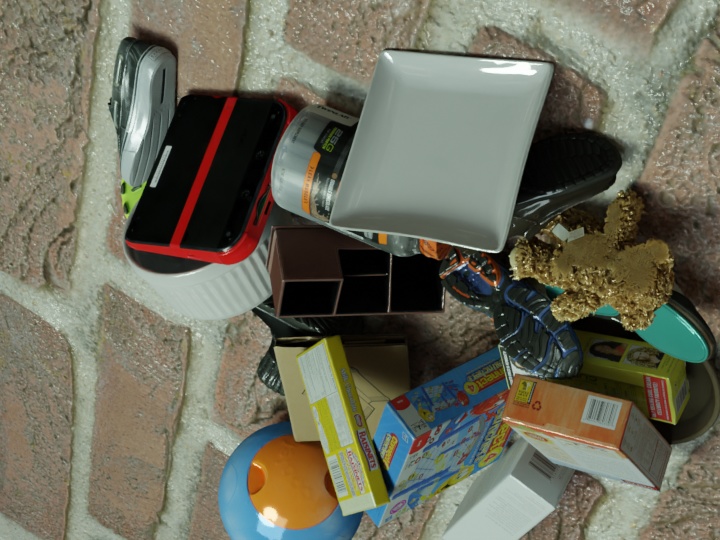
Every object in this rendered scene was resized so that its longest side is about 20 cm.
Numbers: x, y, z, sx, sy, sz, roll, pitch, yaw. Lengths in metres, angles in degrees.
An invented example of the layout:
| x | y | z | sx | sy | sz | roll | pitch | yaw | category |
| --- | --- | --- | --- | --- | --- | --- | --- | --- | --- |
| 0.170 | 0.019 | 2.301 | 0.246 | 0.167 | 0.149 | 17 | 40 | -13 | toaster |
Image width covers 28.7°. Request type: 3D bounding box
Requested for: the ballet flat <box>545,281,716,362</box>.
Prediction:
| x | y | z | sx | sy | sz | roll | pitch | yaw | category |
| --- | --- | --- | --- | --- | --- | --- | --- | --- | --- |
| 0.288 | 0.028 | 1.456 | 0.199 | 0.068 | 0.068 | 26 | 136 | 29 | ballet flat |

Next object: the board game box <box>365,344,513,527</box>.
| x | y | z | sx | sy | sz | roll | pitch | yaw | category |
| --- | --- | --- | --- | --- | --- | --- | --- | --- | --- |
| 0.101 | 0.192 | 1.657 | 0.056 | 0.195 | 0.200 | 50 | 147 | 26 | board game box |

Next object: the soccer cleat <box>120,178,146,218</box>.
| x | y | z | sx | sy | sz | roll | pitch | yaw | category |
| --- | --- | --- | --- | --- | --- | --- | --- | --- | --- |
| -0.237 | -0.047 | 1.795 | 0.065 | 0.084 | 0.201 | -36 | 87 | 15 | soccer cleat |

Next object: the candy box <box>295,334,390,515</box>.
| x | y | z | sx | sy | sz | roll | pitch | yaw | category |
| --- | --- | --- | --- | --- | --- | --- | --- | --- | --- |
| -0.022 | 0.182 | 1.642 | 0.102 | 0.026 | 0.201 | -32 | 73 | 61 | candy box |

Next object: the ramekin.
| x | y | z | sx | sy | sz | roll | pitch | yaw | category |
| --- | --- | --- | --- | --- | --- | --- | --- | --- | --- |
| -0.169 | -0.035 | 1.656 | 0.199 | 0.201 | 0.105 | 7 | 143 | 32 | ramekin |

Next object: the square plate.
| x | y | z | sx | sy | sz | roll | pitch | yaw | category |
| --- | --- | --- | --- | --- | --- | --- | --- | --- | --- |
| 0.082 | -0.120 | 1.406 | 0.199 | 0.199 | 0.028 | 10 | 167 | 31 | square plate |

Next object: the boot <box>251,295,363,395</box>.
| x | y | z | sx | sy | sz | roll | pitch | yaw | category |
| --- | --- | --- | --- | --- | --- | --- | --- | --- | --- |
| -0.107 | 0.073 | 1.798 | 0.211 | 0.080 | 0.158 | 36 | 141 | 3 | boot |

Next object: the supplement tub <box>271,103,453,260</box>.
| x | y | z | sx | sy | sz | roll | pitch | yaw | category |
| --- | --- | --- | --- | --- | --- | --- | --- | --- | --- |
| 0.014 | -0.092 | 1.512 | 0.199 | 0.123 | 0.123 | 22 | 138 | 18 | supplement tub |

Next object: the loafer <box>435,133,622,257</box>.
| x | y | z | sx | sy | sz | roll | pitch | yaw | category |
| --- | --- | --- | --- | --- | --- | --- | --- | --- | --- |
| 0.170 | -0.074 | 1.417 | 0.199 | 0.073 | 0.071 | -20 | 140 | 13 | loafer |

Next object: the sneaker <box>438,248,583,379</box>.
| x | y | z | sx | sy | sz | roll | pitch | yaw | category |
| --- | --- | --- | --- | --- | --- | --- | --- | --- | --- |
| 0.175 | 0.043 | 1.525 | 0.075 | 0.078 | 0.200 | -52 | 56 | 17 | sneaker |

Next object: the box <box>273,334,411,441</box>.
| x | y | z | sx | sy | sz | roll | pitch | yaw | category |
| --- | --- | --- | --- | --- | --- | --- | --- | --- | --- |
| -0.017 | 0.151 | 1.778 | 0.163 | 0.021 | 0.200 | -2 | 139 | 4 | box |

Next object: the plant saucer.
| x | y | z | sx | sy | sz | roll | pitch | yaw | category |
| --- | --- | --- | --- | --- | --- | --- | --- | --- | --- |
| 0.306 | 0.111 | 1.558 | 0.199 | 0.029 | 0.201 | 20 | 137 | 20 | plant saucer |

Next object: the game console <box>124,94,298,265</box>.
| x | y | z | sx | sy | sz | roll | pitch | yaw | category |
| --- | --- | --- | --- | --- | --- | --- | --- | --- | --- |
| -0.165 | -0.106 | 1.589 | 0.176 | 0.201 | 0.031 | 7 | 159 | 35 | game console |

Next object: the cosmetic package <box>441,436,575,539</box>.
| x | y | z | sx | sy | sz | roll | pitch | yaw | category |
| --- | --- | --- | --- | --- | --- | --- | --- | --- | --- |
| 0.188 | 0.280 | 1.753 | 0.071 | 0.102 | 0.200 | 37 | 142 | 1 | cosmetic package |

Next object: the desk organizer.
| x | y | z | sx | sy | sz | roll | pitch | yaw | category |
| --- | --- | --- | --- | --- | --- | --- | --- | --- | --- |
| 0.000 | 0.000 | 1.563 | 0.199 | 0.077 | 0.072 | -2 | 140 | -13 | desk organizer |

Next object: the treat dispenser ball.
| x | y | z | sx | sy | sz | roll | pitch | yaw | category |
| --- | --- | --- | --- | --- | --- | --- | --- | --- | --- |
| -0.093 | 0.307 | 1.915 | 0.200 | 0.201 | 0.201 | 21 | 138 | 20 | treat dispenser ball |

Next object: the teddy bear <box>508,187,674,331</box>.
| x | y | z | sx | sy | sz | roll | pitch | yaw | category |
| --- | --- | --- | --- | --- | --- | --- | --- | --- | --- |
| 0.237 | -0.012 | 1.425 | 0.199 | 0.146 | 0.067 | 4 | 163 | 39 | teddy bear |

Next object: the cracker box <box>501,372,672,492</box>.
| x | y | z | sx | sy | sz | roll | pitch | yaw | category |
| --- | --- | --- | --- | --- | --- | --- | --- | --- | --- |
| 0.250 | 0.178 | 1.529 | 0.133 | 0.058 | 0.200 | 12 | 164 | 28 | cracker box |

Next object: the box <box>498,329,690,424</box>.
| x | y | z | sx | sy | sz | roll | pitch | yaw | category |
| --- | --- | --- | --- | --- | --- | --- | --- | --- | --- |
| 0.254 | 0.109 | 1.533 | 0.199 | 0.050 | 0.076 | 10 | 135 | 30 | box |

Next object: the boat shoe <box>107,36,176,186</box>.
| x | y | z | sx | sy | sz | roll | pitch | yaw | category |
| --- | --- | --- | --- | --- | --- | --- | --- | --- | --- |
| -0.265 | -0.194 | 1.683 | 0.071 | 0.072 | 0.201 | 34 | 131 | 19 | boat shoe |
